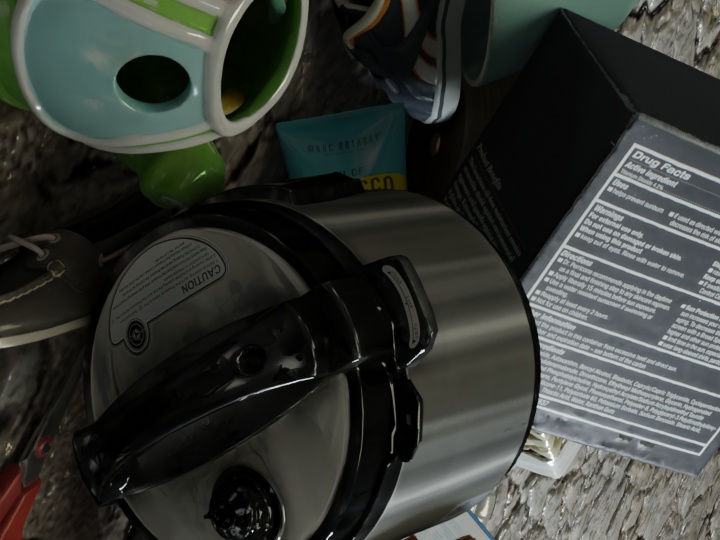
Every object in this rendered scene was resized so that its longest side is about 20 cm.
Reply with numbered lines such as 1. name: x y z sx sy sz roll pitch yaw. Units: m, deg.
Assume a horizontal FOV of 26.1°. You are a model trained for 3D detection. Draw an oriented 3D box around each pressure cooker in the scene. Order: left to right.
1. pressure cooker: -0.028 0.050 0.716 0.199 0.178 0.177 -9 119 -54

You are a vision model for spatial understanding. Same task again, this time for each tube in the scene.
1. tube: 0.000 0.000 0.879 0.050 0.077 0.202 87 -4 -68

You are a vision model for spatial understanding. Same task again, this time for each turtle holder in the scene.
1. turtle holder: -0.099 -0.104 0.671 0.141 0.131 0.187 -29 144 -58

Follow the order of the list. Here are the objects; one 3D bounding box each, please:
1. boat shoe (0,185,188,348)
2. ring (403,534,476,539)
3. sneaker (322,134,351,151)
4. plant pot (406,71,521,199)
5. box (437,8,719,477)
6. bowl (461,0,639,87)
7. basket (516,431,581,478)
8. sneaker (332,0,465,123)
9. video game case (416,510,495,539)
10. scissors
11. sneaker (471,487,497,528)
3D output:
1. boat shoe: -0.137 -0.009 0.755 0.200 0.066 0.058 -24 112 -59
2. ring: -0.033 0.175 0.752 0.199 0.019 0.201 -29 168 -7
3. sneaker: -0.008 0.008 0.992 0.116 0.075 0.200 -55 139 -15
4. plant pot: 0.090 -0.075 1.030 0.092 0.201 0.203 9 103 -21
5. box: 0.157 -0.011 0.888 0.199 0.124 0.199 18 120 -28
6. bowl: 0.110 -0.210 0.901 0.201 0.104 0.203 177 -90 -85
7. basket: 0.127 0.028 1.168 0.201 0.135 0.124 -58 148 -21
8. sneaker: 0.021 -0.155 0.926 0.201 0.079 0.079 90 -12 -60
9. video game case: 0.012 0.223 0.924 0.201 0.018 0.143 -56 128 -24
10. scissors: -0.172 0.105 0.816 0.201 0.014 0.073 -58 148 -23
11. sneaker: 0.018 0.201 0.989 0.080 0.073 0.202 27 76 -42
